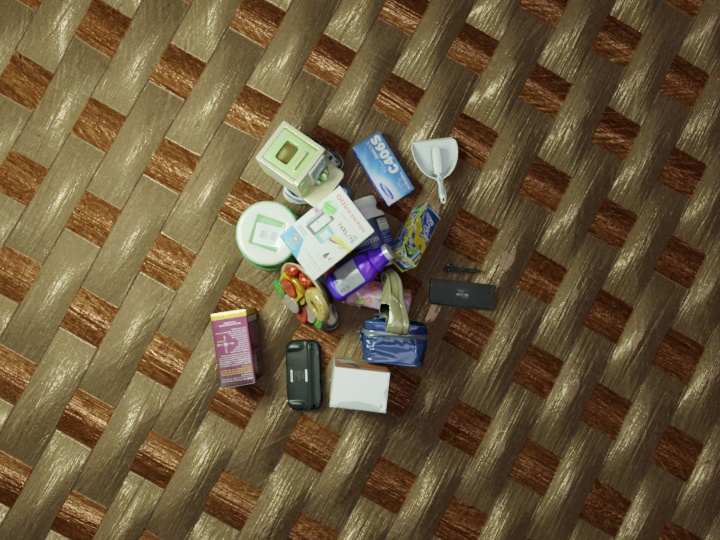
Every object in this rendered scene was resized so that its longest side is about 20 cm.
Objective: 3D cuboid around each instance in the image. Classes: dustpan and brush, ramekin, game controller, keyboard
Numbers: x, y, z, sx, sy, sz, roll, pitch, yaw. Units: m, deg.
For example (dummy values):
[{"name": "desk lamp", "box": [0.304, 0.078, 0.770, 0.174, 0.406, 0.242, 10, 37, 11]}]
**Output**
[{"name": "dustpan and brush", "box": [0.228, -0.293, 1.520, 0.137, 0.057, 0.203, -7, 89, -3]}, {"name": "ramekin", "box": [-0.258, -0.101, 1.469, 0.197, 0.098, 0.203, 0, 88, -3]}, {"name": "game controller", "box": [-0.164, 0.303, 1.499, 0.103, 0.042, 0.203, -2, 88, 11]}, {"name": "keyboard", "box": [0.303, 0.046, 1.536, 0.197, 0.021, 0.129, 6, 94, -4]}]

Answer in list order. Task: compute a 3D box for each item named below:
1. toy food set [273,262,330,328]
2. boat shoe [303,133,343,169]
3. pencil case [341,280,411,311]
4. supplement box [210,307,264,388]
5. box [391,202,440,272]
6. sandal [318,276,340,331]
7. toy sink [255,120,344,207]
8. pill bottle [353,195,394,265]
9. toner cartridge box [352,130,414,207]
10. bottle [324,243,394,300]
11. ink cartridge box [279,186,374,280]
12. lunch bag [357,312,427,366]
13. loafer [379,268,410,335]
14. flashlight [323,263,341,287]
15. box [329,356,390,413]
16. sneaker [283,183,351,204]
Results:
[{"name": "toy food set", "box": [-0.160, 0.071, 1.433, 0.048, 0.198, 0.201, -37, 86, -32]}, {"name": "boat shoe", "box": [-0.141, -0.349, 1.499, 0.198, 0.066, 0.075, 31, 87, -2]}, {"name": "pencil case", "box": [0.048, 0.075, 1.490, 0.197, 0.087, 0.089, 12, 88, -2]}, {"name": "supplement box", "box": [-0.340, 0.209, 1.442, 0.102, 0.131, 0.203, -8, 88, -2]}, {"name": "box", "box": [0.152, -0.096, 1.457, 0.070, 0.064, 0.201, 44, 55, -19]}, {"name": "sandal", "box": [-0.121, 0.085, 1.493, 0.081, 0.055, 0.202, -25, 90, -4]}, {"name": "toy sink", "box": [-0.159, -0.281, 1.394, 0.199, 0.112, 0.131, 37, 84, 8]}, {"name": "pill bottle", "box": [0.029, -0.104, 1.477, 0.114, 0.116, 0.202, -20, 89, -3]}, {"name": "toner cartridge box", "box": [0.066, -0.296, 1.520, 0.094, 0.043, 0.201, -32, 90, -2]}, {"name": "bottle", "box": [0.000, 0.000, 1.400, 0.199, 0.065, 0.084, -34, 81, 17]}, {"name": "ink cartridge box", "box": [-0.082, -0.097, 1.350, 0.199, 0.146, 0.147, -39, 93, 3]}, {"name": "lunch bag", "box": [0.088, 0.190, 1.461, 0.197, 0.136, 0.134, 6, 88, -2]}, {"name": "loafer", "box": [0.082, 0.082, 1.394, 0.066, 0.076, 0.202, -4, 54, -14]}, {"name": "flashlight", "box": [-0.097, -0.056, 1.497, 0.067, 0.068, 0.203, -19, 85, 23]}, {"name": "box", "box": [-0.005, 0.308, 1.421, 0.150, 0.200, 0.108, 7, 88, -4]}, {"name": "sneaker", "box": [-0.124, -0.221, 1.487, 0.197, 0.088, 0.076, -2, 87, -4]}]
